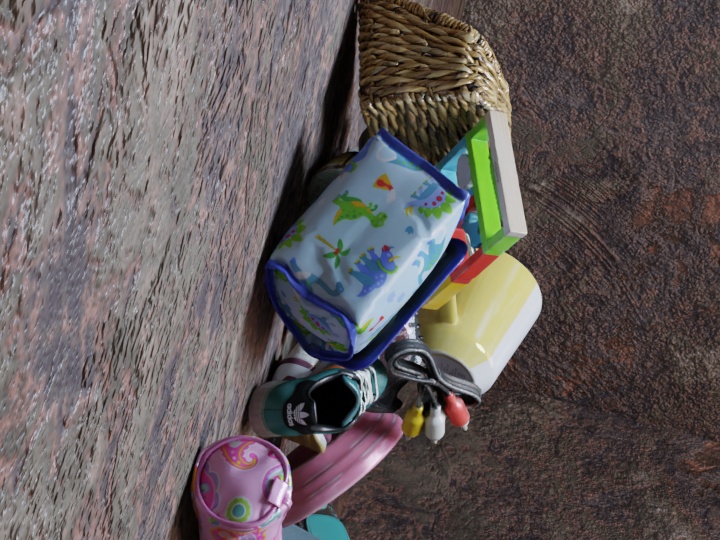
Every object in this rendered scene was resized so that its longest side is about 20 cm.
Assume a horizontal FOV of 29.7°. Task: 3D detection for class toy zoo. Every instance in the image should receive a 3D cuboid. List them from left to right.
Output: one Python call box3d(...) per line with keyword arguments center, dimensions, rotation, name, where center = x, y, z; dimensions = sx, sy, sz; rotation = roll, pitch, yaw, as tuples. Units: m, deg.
box3d(center=(0.092, -0.049, 1.320), dimensions=(0.200, 0.020, 0.131), rotation=(-45, -136, 52), name="toy zoo")

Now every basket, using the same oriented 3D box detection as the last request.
box3d(center=(0.079, -0.180, 1.370), dimensions=(0.200, 0.143, 0.149), rotation=(70, 16, -60), name="basket")

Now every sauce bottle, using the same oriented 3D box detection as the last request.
box3d(center=(-0.010, -0.089, 1.393), dimensions=(0.200, 0.065, 0.065), rotation=(-52, 157, -75), name="sauce bottle")

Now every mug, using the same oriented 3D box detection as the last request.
box3d(center=(0.110, 0.059, 1.596), dimensions=(0.149, 0.187, 0.153), rotation=(-19, -150, 41), name="mug")

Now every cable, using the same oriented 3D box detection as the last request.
box3d(center=(0.082, 0.131, 1.458), dimensions=(0.200, 0.097, 0.050), rotation=(72, 6, -61), name="cable")

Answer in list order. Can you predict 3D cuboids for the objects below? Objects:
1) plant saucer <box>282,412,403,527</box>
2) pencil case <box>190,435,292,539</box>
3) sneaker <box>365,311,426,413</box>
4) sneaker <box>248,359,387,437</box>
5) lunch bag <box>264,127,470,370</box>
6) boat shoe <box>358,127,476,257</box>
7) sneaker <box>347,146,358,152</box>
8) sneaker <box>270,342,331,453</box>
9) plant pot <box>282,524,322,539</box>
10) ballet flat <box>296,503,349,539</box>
box3d(center=(-0.040, 0.224, 1.600), dimensions=(0.200, 0.051, 0.201), rotation=(-36, -176, 3), name="plant saucer")
box3d(center=(-0.098, 0.214, 1.138), dimensions=(0.200, 0.087, 0.088), rotation=(96, 9, -56), name="pencil case")
box3d(center=(0.037, 0.070, 1.510), dimensions=(0.071, 0.098, 0.201), rotation=(-174, -76, -74), name="sneaker")
box3d(center=(-0.020, 0.127, 1.351), dimensions=(0.200, 0.080, 0.071), rotation=(-17, 103, -54), name="sneaker")
box3d(center=(0.006, -0.006, 1.242), dimensions=(0.170, 0.127, 0.200), rotation=(-48, 172, -15), name="lunch bag")
box3d(center=(0.076, -0.080, 1.500), dimensions=(0.072, 0.200, 0.068), rotation=(-37, 168, 30), name="boat shoe")
box3d(center=(-0.007, -0.048, 1.552), dimensions=(0.201, 0.073, 0.114), rotation=(-69, 175, -59), name="sneaker")
box3d(center=(-0.057, 0.138, 1.473), dimensions=(0.200, 0.075, 0.090), rotation=(93, 17, -73), name="sneaker")
box3d(center=(-0.051, 0.452, 1.593), dimensions=(0.196, 0.200, 0.197), rotation=(-64, 173, -50), name="plant pot")
box3d(center=(-0.062, 0.329, 1.733), dimensions=(0.200, 0.074, 0.074), rotation=(-114, -149, -53), name="ballet flat")
